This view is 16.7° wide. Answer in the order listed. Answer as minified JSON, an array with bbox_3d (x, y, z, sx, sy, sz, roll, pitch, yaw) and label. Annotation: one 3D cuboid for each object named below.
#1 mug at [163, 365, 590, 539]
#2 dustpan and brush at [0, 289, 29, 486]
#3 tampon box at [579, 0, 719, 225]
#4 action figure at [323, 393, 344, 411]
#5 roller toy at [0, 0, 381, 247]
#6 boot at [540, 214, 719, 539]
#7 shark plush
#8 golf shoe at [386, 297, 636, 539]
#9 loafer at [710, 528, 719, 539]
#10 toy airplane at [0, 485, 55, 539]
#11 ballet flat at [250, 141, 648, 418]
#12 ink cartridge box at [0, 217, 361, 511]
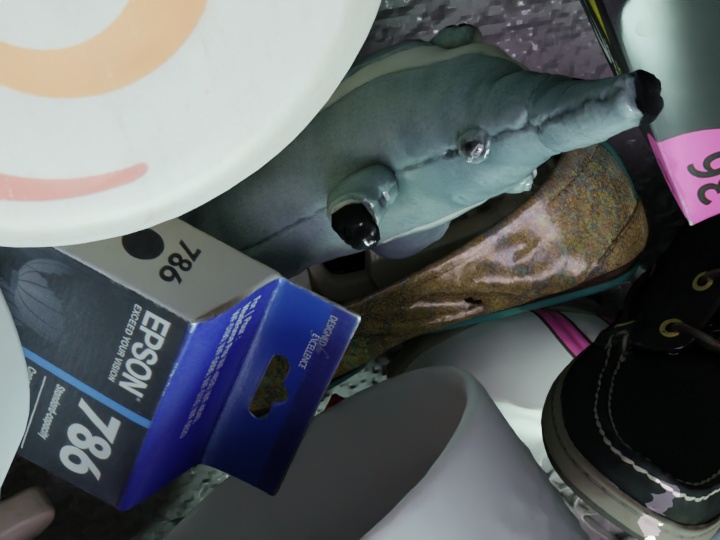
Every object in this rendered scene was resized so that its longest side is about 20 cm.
[{"bbox_3d":[0.005,0.160,0.803,0.199,0.148,0.176,-35,103,3],"label":"mug"},{"bbox_3d":[-0.134,0.061,0.743,0.139,0.057,0.200,-23,115,41],"label":"dustpan and brush"},{"bbox_3d":[0.148,-0.137,0.712,0.199,0.127,0.150,-25,135,6],"label":"tampon box"},{"bbox_3d":[0.053,0.138,0.904,0.199,0.065,0.099,29,103,-1],"label":"action figure"},{"bbox_3d":[-0.087,-0.113,0.649,0.199,0.140,0.183,20,115,-25],"label":"roller toy"},{"bbox_3d":[0.138,-0.003,0.818,0.073,0.200,0.151,36,118,8],"label":"boot"},{"bbox_3d":[0.017,-0.023,0.735,0.083,0.199,0.091,-42,121,-36],"label":"shark plush"},{"bbox_3d":[0.101,0.068,0.921,0.199,0.092,0.073,18,127,-30],"label":"golf shoe"},{"bbox_3d":[0.186,0.077,0.899,0.072,0.063,0.200,-41,173,34],"label":"loafer"},{"bbox_3d":[-0.219,0.144,0.850,0.200,0.141,0.199,-53,146,14],"label":"toy airplane"},{"bbox_3d":[0.000,0.000,0.848,0.199,0.071,0.071,-21,136,3],"label":"ballet flat"},{"bbox_3d":[-0.106,0.008,0.753,0.199,0.039,0.100,27,135,2],"label":"ink cartridge box"}]
